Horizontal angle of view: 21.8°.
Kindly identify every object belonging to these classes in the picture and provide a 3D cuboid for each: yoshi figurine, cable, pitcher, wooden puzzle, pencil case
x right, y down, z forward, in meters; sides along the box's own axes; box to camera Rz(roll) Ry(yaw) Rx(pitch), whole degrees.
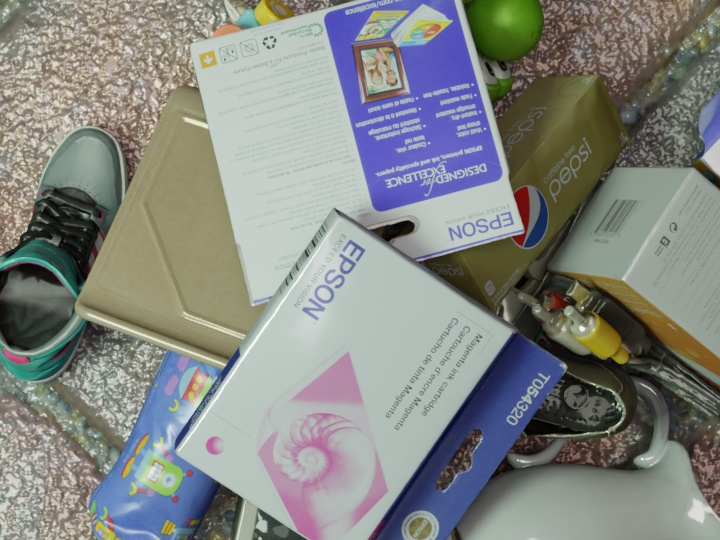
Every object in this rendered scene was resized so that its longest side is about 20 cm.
[{"bbox_3d":[0.073,-0.227,1.407,0.112,0.112,0.200,-30,90,-13],"label":"yoshi figurine"},{"bbox_3d":[0.193,0.066,1.357,0.200,0.097,0.050,39,84,-26],"label":"cable"},{"bbox_3d":[0.158,0.175,1.394,0.199,0.121,0.172,-13,69,-14],"label":"pitcher"},{"bbox_3d":[-0.083,-0.022,1.337,0.185,0.037,0.200,20,69,9],"label":"wooden puzzle"},{"bbox_3d":[-0.131,0.119,1.373,0.087,0.078,0.200,25,99,-3],"label":"pencil case"}]

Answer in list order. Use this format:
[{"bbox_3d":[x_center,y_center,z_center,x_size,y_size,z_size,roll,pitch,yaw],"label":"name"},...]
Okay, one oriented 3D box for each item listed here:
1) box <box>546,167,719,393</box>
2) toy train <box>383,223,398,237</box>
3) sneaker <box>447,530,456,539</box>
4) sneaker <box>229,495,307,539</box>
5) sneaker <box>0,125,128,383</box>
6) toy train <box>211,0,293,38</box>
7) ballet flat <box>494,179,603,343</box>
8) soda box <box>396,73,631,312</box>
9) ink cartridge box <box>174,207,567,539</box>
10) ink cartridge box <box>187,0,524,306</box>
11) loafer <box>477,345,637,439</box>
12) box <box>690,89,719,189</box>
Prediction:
[{"bbox_3d":[0.257,0.021,1.364,0.200,0.124,0.098,37,81,-17],"label":"box"},{"bbox_3d":[0.000,0.000,1.397,0.150,0.056,0.200,-23,85,17],"label":"toy train"},{"bbox_3d":[0.019,0.262,1.359,0.108,0.070,0.201,-21,114,-29],"label":"sneaker"},{"bbox_3d":[-0.034,0.156,1.404,0.106,0.075,0.201,12,95,-7],"label":"sneaker"},{"bbox_3d":[-0.225,-0.016,1.373,0.083,0.121,0.201,14,86,-2],"label":"sneaker"},{"bbox_3d":[-0.063,-0.218,1.381,0.150,0.056,0.201,-4,89,39],"label":"toy train"},{"bbox_3d":[0.122,0.008,1.414,0.064,0.067,0.200,39,80,-22],"label":"ballet flat"},{"bbox_3d":[0.113,-0.059,1.362,0.200,0.068,0.064,-49,123,-30],"label":"soda box"},{"bbox_3d":[0.010,0.093,1.260,0.200,0.043,0.197,33,96,-9],"label":"ink cartridge box"},{"bbox_3d":[-0.004,-0.088,1.308,0.198,0.043,0.200,-14,74,1],"label":"ink cartridge box"},{"bbox_3d":[0.105,0.081,1.345,0.199,0.070,0.075,7,93,-2],"label":"loafer"},{"bbox_3d":[0.352,-0.074,1.447,0.200,0.041,0.119,44,86,3],"label":"box"}]
